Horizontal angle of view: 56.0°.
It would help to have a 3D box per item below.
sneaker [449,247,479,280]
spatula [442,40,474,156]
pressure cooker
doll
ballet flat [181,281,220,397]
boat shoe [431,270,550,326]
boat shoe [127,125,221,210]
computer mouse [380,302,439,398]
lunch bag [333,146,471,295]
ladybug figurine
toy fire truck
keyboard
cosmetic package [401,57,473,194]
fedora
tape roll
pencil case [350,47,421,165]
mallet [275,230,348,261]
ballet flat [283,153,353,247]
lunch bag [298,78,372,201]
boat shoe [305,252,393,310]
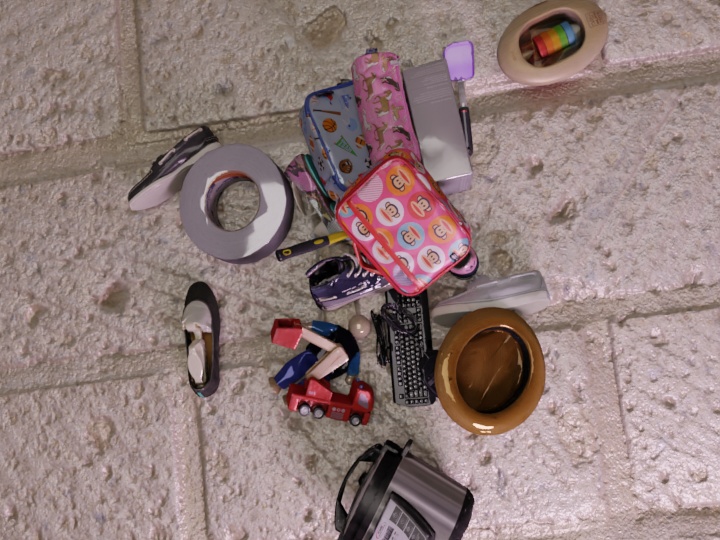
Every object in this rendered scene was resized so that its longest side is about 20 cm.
[{"bbox_3d":[0.120,-0.066,1.141,0.198,0.082,0.071,38,89,10],"label":"sneaker"},{"bbox_3d":[0.179,-0.300,1.192,0.055,0.021,0.206,-5,83,6],"label":"spatula"},{"bbox_3d":[0.058,0.378,1.053,0.197,0.181,0.177,29,49,10],"label":"pressure cooker"},{"bbox_3d":[-0.064,0.146,1.155,0.199,0.048,0.138,-38,96,0],"label":"doll"},{"bbox_3d":[-0.278,0.117,1.181,0.066,0.068,0.206,-10,82,7],"label":"ballet flat"},{"bbox_3d":[0.213,0.043,1.131,0.195,0.070,0.073,-11,62,8],"label":"boat shoe"},{"bbox_3d":[-0.342,-0.186,1.224,0.198,0.074,0.061,-37,80,-1],"label":"boat shoe"},{"bbox_3d":[0.100,0.137,1.133,0.058,0.034,0.202,-35,87,-17],"label":"computer mouse"},{"bbox_3d":[0.059,-0.068,1.055,0.175,0.082,0.200,-38,103,21],"label":"lunch bag"},{"bbox_3d":[0.327,-0.385,1.156,0.195,0.072,0.139,-20,82,5],"label":"ladybug figurine"},{"bbox_3d":[-0.061,0.167,1.108,0.195,0.049,0.145,14,101,-14],"label":"toy fire truck"},{"bbox_3d":[0.071,0.128,1.147,0.101,0.040,0.206,-6,82,6],"label":"keyboard"},{"bbox_3d":[0.129,-0.236,1.149,0.088,0.107,0.205,-15,83,4],"label":"cosmetic package"},{"bbox_3d":[0.201,0.161,1.092,0.195,0.082,0.207,2,81,-12],"label":"fedora"},{"bbox_3d":[-0.218,-0.117,1.202,0.194,0.066,0.207,-1,84,7],"label":"tape roll"},{"bbox_3d":[0.042,-0.254,1.105,0.081,0.086,0.206,-8,81,-19],"label":"pencil case"},{"bbox_3d":[-0.043,-0.043,1.097,0.197,0.041,0.067,-28,83,-28],"label":"mallet"},{"bbox_3d":[-0.067,-0.108,1.183,0.071,0.069,0.202,-37,83,20],"label":"ballet flat"},{"bbox_3d":[-0.011,-0.228,1.165,0.157,0.075,0.205,-18,82,-22],"label":"lunch bag"},{"bbox_3d":[0.000,0.000,1.138,0.197,0.093,0.076,-28,65,3],"label":"boat shoe"}]
